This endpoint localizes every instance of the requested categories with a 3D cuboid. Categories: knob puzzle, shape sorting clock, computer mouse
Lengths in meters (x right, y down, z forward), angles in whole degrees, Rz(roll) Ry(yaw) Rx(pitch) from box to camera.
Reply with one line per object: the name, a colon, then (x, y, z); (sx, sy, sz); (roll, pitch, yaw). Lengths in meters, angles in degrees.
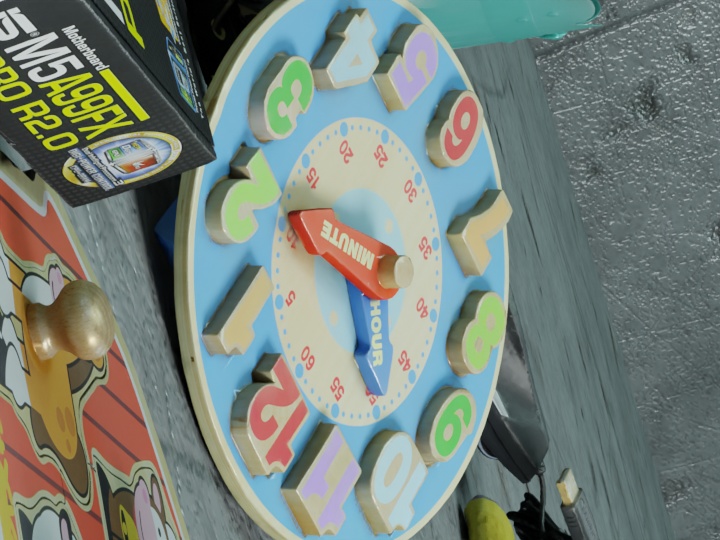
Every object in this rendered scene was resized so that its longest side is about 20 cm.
knob puzzle: (-0.061, 0.063, 0.737); (0.220, 0.030, 0.220); (-15, 90, -82)
shape sorting clock: (0.000, 0.000, 0.999); (0.200, 0.039, 0.200); (-7, 98, -53)
computer mouse: (0.077, 0.083, 1.543); (0.140, 0.046, 0.200); (-131, -155, -69)

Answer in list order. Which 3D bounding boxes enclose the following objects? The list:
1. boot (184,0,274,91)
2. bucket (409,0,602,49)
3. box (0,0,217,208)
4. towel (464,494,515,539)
boot: (-0.046, -0.102, 1.030); (0.154, 0.073, 0.204); (40, 42, -62)
bucket: (0.046, -0.217, 1.615); (0.207, 0.135, 0.208); (-14, 90, -82)
box: (-0.099, -0.133, 0.723); (0.160, 0.044, 0.200); (55, 18, -68)
towel: (0.087, 0.226, 1.508); (0.200, 0.023, 0.144); (-95, 168, -51)
